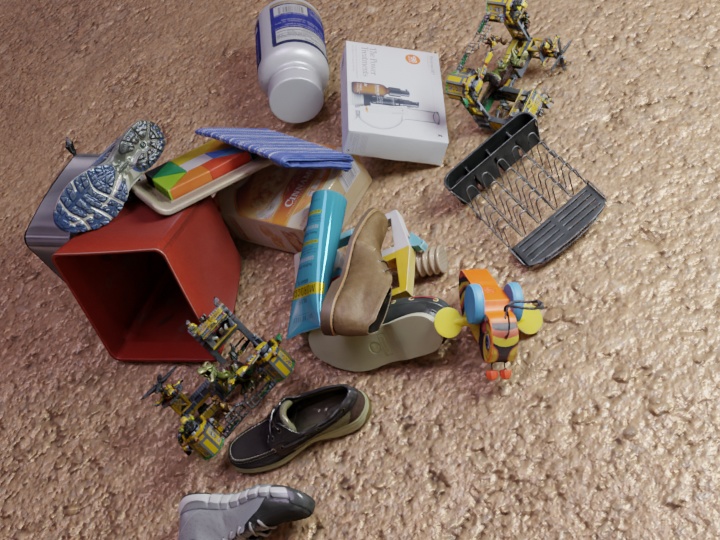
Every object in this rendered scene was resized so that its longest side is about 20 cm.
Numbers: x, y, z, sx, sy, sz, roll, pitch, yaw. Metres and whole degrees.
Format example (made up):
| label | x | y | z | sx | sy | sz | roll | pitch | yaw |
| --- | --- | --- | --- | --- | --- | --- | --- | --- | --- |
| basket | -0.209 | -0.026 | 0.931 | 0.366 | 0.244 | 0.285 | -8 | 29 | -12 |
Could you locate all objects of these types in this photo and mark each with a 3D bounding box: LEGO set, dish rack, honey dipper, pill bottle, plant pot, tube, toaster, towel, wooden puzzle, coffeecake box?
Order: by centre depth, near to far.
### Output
| label | x | y | z | sx | sy | sz | roll | pitch | yaw |
| --- | --- | --- | --- | --- | --- | --- | --- | --- | --- |
| LEGO set | -0.192 | 0.128 | 1.339 | 0.200 | 0.116 | 0.154 | -44 | 23 | 0 |
| dish rack | 0.219 | -0.102 | 1.369 | 0.153 | 0.055 | 0.201 | -40 | 46 | 3 |
| tube | -0.059 | -0.008 | 1.400 | 0.077 | 0.050 | 0.204 | -26 | 48 | 54 |
| honey dipper | 0.022 | 0.001 | 1.417 | 0.197 | 0.038 | 0.039 | -11 | 49 | 25 |
| LEGO set | 0.220 | -0.282 | 1.456 | 0.115 | 0.154 | 0.202 | 19 | 68 | 38 |
| towel | -0.122 | -0.173 | 1.481 | 0.198 | 0.143 | 0.024 | 23 | 109 | 41 |
| plant pot | -0.280 | -0.004 | 1.493 | 0.196 | 0.202 | 0.177 | -2 | 39 | 28 |
| wooden puzzle | -0.231 | -0.146 | 1.504 | 0.197 | 0.038 | 0.184 | -24 | 25 | -19 |
| coffeecake box | -0.106 | -0.113 | 1.553 | 0.197 | 0.073 | 0.155 | 13 | 61 | 36 |
| toaster | -0.399 | -0.071 | 1.597 | 0.117 | 0.201 | 0.183 | 2 | 54 | 35 |
| pill bottle | -0.112 | -0.341 | 1.709 | 0.118 | 0.120 | 0.202 | -20 | 47 | 13 |

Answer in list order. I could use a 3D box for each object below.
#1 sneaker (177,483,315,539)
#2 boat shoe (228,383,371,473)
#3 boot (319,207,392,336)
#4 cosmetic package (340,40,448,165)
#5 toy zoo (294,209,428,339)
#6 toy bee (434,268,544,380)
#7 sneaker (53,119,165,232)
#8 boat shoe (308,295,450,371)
| label | x | y | z | sx | sy | sz | roll | pitch | yaw |
| --- | --- | --- | --- | --- | --- | --- | --- | --- | --- |
| sneaker | -0.140 | 0.322 | 1.230 | 0.197 | 0.075 | 0.117 | -14 | 53 | 33 |
| boat shoe | -0.085 | 0.188 | 1.302 | 0.197 | 0.065 | 0.074 | -27 | 48 | 9 |
| boot | 0.014 | 0.004 | 1.322 | 0.074 | 0.074 | 0.202 | 5 | 50 | 18 |
| cosmetic package | 0.047 | -0.250 | 1.546 | 0.148 | 0.052 | 0.203 | 7 | 49 | -11 |
| toy zoo | 0.000 | 0.000 | 1.398 | 0.197 | 0.020 | 0.133 | -22 | 52 | 22 |
| toy bee | 0.151 | 0.069 | 1.239 | 0.128 | 0.111 | 0.200 | 4 | 12 | 9 |
| sneaker | -0.360 | -0.127 | 1.486 | 0.200 | 0.077 | 0.085 | -47 | 20 | -21 |
| boat shoe | 0.025 | 0.079 | 1.334 | 0.198 | 0.075 | 0.063 | -11 | 20 | 30 |
